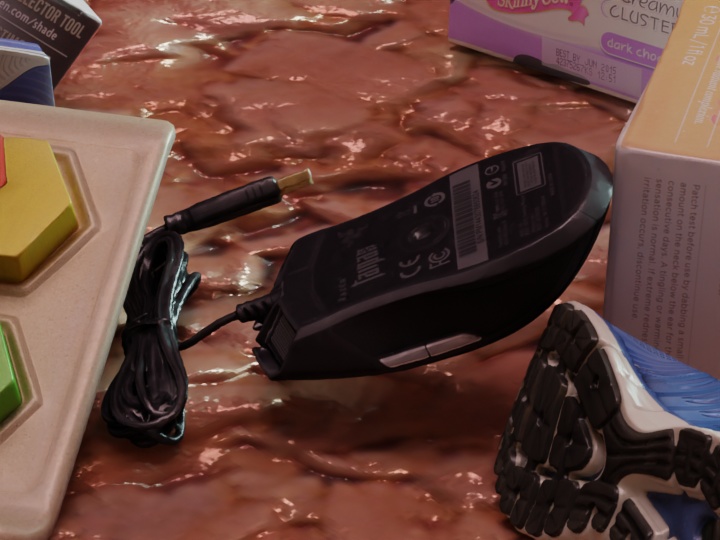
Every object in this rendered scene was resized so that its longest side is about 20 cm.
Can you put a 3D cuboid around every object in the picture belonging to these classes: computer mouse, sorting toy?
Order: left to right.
[{"bbox_3d":[-0.176,0.003,1.000,0.184,0.037,0.200,7,52,10],"label":"sorting toy"},{"bbox_3d":[0.000,0.000,1.039,0.199,0.046,0.141,-24,30,7],"label":"computer mouse"}]

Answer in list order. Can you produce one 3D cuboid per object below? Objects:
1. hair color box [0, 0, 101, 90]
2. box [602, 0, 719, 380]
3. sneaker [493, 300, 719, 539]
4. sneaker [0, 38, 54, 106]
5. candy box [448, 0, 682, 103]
[{"bbox_3d":[-0.206,-0.150,1.273,0.111,0.064,0.200,31,8,-35],"label":"hair color box"},{"bbox_3d":[0.202,-0.017,1.058,0.199,0.107,0.152,8,28,12],"label":"box"},{"bbox_3d":[0.112,0.072,0.935,0.089,0.079,0.200,15,14,-27],"label":"sneaker"},{"bbox_3d":[-0.229,-0.070,1.155,0.199,0.081,0.115,-12,33,-21],"label":"sneaker"},{"bbox_3d":[0.165,-0.145,1.335,0.167,0.072,0.200,23,33,33],"label":"candy box"}]
